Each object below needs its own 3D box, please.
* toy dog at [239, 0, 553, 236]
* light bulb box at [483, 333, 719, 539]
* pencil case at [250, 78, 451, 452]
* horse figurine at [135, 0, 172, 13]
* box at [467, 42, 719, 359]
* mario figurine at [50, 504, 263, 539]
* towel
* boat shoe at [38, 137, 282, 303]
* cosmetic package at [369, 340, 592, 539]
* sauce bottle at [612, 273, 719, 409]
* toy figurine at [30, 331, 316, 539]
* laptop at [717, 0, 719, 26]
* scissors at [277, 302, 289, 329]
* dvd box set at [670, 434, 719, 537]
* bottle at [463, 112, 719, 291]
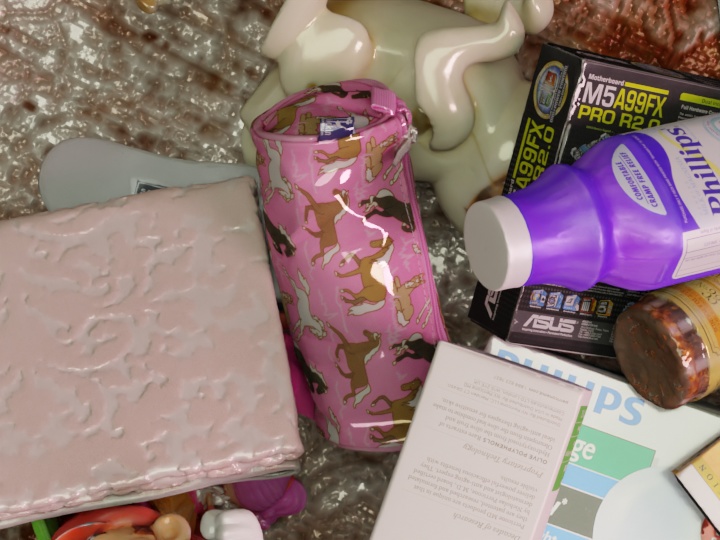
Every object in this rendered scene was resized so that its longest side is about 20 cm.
[{"bbox_3d":[0.040,-0.085,1.523,0.199,0.140,0.194,30,103,3],"label":"toy dog"},{"bbox_3d":[0.132,0.159,1.513,0.197,0.125,0.201,19,90,4],"label":"light bulb box"},{"bbox_3d":[0.000,0.000,1.467,0.083,0.086,0.201,-23,114,-29],"label":"pencil case"},{"bbox_3d":[-0.124,-0.237,1.572,0.200,0.050,0.133,41,73,12],"label":"horse figurine"},{"bbox_3d":[0.170,-0.029,1.494,0.199,0.044,0.161,8,102,-31],"label":"box"},{"bbox_3d":[-0.103,0.181,1.377,0.123,0.106,0.200,-43,42,-22],"label":"mario figurine"},{"bbox_3d":[-0.140,0.043,1.459,0.199,0.032,0.192,-10,56,-4],"label":"towel"},{"bbox_3d":[-0.088,-0.025,1.556,0.199,0.066,0.072,12,83,9],"label":"boat shoe"},{"bbox_3d":[0.049,0.143,1.404,0.084,0.108,0.201,18,91,7],"label":"cosmetic package"},{"bbox_3d":[0.229,0.009,1.474,0.200,0.066,0.066,-28,86,-30],"label":"sauce bottle"},{"bbox_3d":[-0.100,0.115,1.537,0.183,0.150,0.201,-20,109,-7],"label":"toy figurine"},{"bbox_3d":[0.310,-0.130,1.526,0.103,0.200,0.178,-5,88,-34],"label":"laptop"},{"bbox_3d":[-0.115,0.013,1.559,0.199,0.073,0.014,3,115,3],"label":"scissors"},{"bbox_3d":[0.284,0.102,1.407,0.200,0.029,0.147,-37,87,1],"label":"dvd box set"},{"bbox_3d":[0.150,-0.032,1.405,0.199,0.065,0.084,-12,56,-25],"label":"bottle"}]
